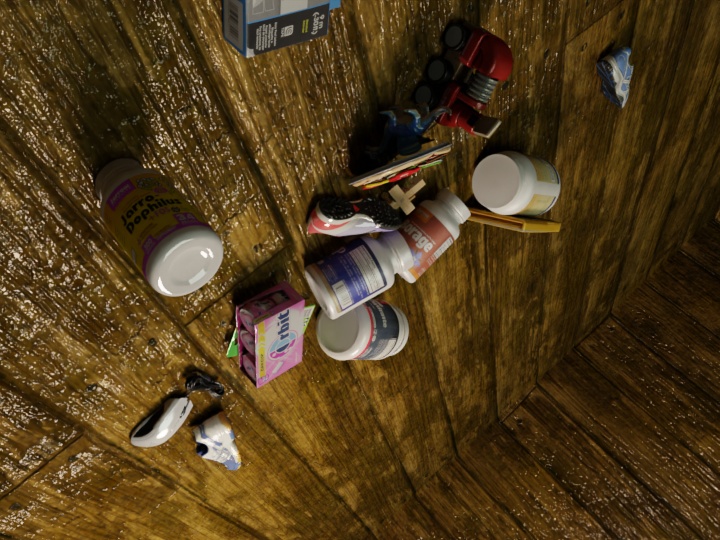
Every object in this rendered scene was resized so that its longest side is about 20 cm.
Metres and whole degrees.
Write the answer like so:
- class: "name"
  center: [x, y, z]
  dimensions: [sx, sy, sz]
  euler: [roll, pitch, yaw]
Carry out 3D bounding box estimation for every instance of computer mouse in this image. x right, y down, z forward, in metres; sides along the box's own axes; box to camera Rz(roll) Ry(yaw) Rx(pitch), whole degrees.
- class: "computer mouse"
  center: [-0.365, 0.287, 1.376]
  dimensions: [0.200, 0.044, 0.110]
  euler: [-44, 151, -4]

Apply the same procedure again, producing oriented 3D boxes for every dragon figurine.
- class: "dragon figurine"
  center: [0.092, -0.240, 1.223]
  dimensions: [0.059, 0.199, 0.100]
  euler: [-38, 121, -45]

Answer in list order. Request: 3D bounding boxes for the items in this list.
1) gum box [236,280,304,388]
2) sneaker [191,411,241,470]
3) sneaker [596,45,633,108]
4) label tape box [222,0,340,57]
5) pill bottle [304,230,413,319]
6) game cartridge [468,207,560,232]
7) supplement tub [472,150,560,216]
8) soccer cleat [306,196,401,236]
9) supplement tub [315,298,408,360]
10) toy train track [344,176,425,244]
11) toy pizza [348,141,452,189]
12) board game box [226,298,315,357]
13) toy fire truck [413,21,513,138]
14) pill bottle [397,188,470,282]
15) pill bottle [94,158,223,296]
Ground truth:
- class: "gum box"
  center: [-0.174, 0.122, 1.345]
  dimensions: [0.113, 0.066, 0.201]
  euler: [-29, 144, -31]
- class: "sneaker"
  center: [-0.322, 0.387, 1.541]
  dimensions: [0.088, 0.075, 0.201]
  euler: [-22, 137, -16]
- class: "sneaker"
  center: [0.637, -0.469, 1.700]
  dimensions: [0.077, 0.076, 0.200]
  euler: [-43, 152, 4]
- class: "label tape box"
  center: [-0.082, -0.380, 0.909]
  dimensions: [0.199, 0.063, 0.145]
  euler: [-27, 146, -29]
- class: "pill bottle"
  center: [0.000, 0.000, 1.389]
  dimensions: [0.199, 0.120, 0.120]
  euler: [-29, 147, -11]
- class: "game cartridge"
  center: [0.368, -0.124, 1.685]
  dimensions: [0.200, 0.176, 0.033]
  euler: [-6, 108, -49]
- class: "supplement tub"
  center: [0.361, -0.200, 1.607]
  dimensions: [0.200, 0.144, 0.145]
  euler: [-2, 129, -51]
- class: "soccer cleat"
  center: [-0.011, -0.097, 1.329]
  dimensions: [0.199, 0.068, 0.073]
  euler: [0, 149, -38]
- class: "supplement tub"
  center: [0.007, 0.131, 1.563]
  dimensions: [0.200, 0.140, 0.141]
  euler: [10, 119, -56]
- class: "toy train track"
  center: [0.045, -0.125, 1.413]
  dimensions: [0.200, 0.033, 0.115]
  euler: [-41, 151, 5]
- class: "toy pizza"
  center: [0.074, -0.184, 1.253]
  dimensions: [0.199, 0.032, 0.200]
  euler: [-21, -173, 3]
- class: "board game box"
  center: [-0.186, 0.117, 1.415]
  dimensions: [0.200, 0.030, 0.096]
  euler: [-13, 135, -47]
- class: "toy fire truck"
  center: [0.205, -0.316, 1.212]
  dimensions: [0.128, 0.200, 0.177]
  euler: [-5, 131, -50]
- class: "pill bottle"
  center: [0.141, -0.079, 1.507]
  dimensions: [0.200, 0.112, 0.112]
  euler: [-46, 150, -2]
- class: "pill bottle"
  center: [-0.272, -0.064, 0.911]
  dimensions: [0.104, 0.200, 0.105]
  euler: [-32, 147, -24]
